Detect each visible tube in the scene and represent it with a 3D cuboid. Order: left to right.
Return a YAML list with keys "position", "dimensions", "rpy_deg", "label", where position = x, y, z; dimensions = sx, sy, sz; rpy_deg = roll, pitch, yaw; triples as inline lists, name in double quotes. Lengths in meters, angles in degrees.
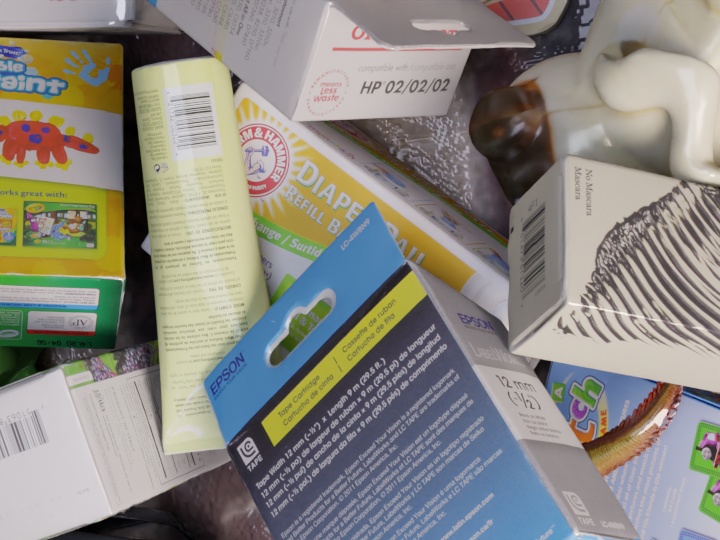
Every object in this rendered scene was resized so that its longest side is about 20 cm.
- position: [-0.081, -0.007, 0.963]
  dimensions: [0.058, 0.052, 0.202]
  rpy_deg: [-7, 91, 59]
  label: "tube"

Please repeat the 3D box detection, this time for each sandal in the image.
- position: [-0.161, 0.153, 1.091]
  dimensions: [0.198, 0.076, 0.043]
  rpy_deg: [5, 71, 17]
  label: "sandal"

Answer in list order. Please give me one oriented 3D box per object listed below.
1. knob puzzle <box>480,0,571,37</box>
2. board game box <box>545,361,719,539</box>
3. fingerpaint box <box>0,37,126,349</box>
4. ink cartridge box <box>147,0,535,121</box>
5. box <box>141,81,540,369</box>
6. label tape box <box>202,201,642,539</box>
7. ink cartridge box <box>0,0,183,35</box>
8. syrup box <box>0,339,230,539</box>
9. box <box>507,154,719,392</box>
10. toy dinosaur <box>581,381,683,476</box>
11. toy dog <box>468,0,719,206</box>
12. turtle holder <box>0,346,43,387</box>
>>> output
- position: [0.046, -0.214, 1.028]
  dimensions: [0.218, 0.030, 0.222]
  rpy_deg: [1, 92, 18]
  label: "knob puzzle"
- position: [0.158, 0.135, 0.949]
  dimensions: [0.199, 0.036, 0.153]
  rpy_deg: [22, 101, 49]
  label: "board game box"
- position: [-0.230, -0.046, 1.021]
  dimensions: [0.198, 0.074, 0.168]
  rpy_deg: [2, 54, -11]
  label: "fingerpaint box"
- position: [-0.020, -0.134, 0.959]
  dimensions: [0.200, 0.115, 0.068]
  rpy_deg: [41, 123, 35]
  label: "ink cartridge box"
- position: [0.000, 0.000, 1.006]
  dimensions: [0.200, 0.101, 0.113]
  rpy_deg: [37, 103, 18]
  label: "box"
- position: [0.022, 0.090, 0.892]
  dimensions: [0.143, 0.066, 0.201]
  rpy_deg: [-45, 55, 23]
  label: "label tape box"
- position: [-0.178, -0.236, 1.072]
  dimensions: [0.144, 0.084, 0.202]
  rpy_deg: [2, 93, 18]
  label: "ink cartridge box"
- position: [-0.137, 0.088, 1.011]
  dimensions: [0.078, 0.200, 0.082]
  rpy_deg: [-20, 89, 17]
  label: "syrup box"
- position: [0.172, 0.011, 0.892]
  dimensions: [0.198, 0.068, 0.083]
  rpy_deg: [10, 64, -17]
  label: "box"
- position: [0.080, 0.148, 0.977]
  dimensions: [0.199, 0.182, 0.106]
  rpy_deg: [-22, 73, -13]
  label: "toy dinosaur"
- position: [0.147, -0.103, 0.946]
  dimensions: [0.200, 0.139, 0.194]
  rpy_deg: [-46, 66, 14]
  label: "toy dog"
- position: [-0.250, 0.028, 1.077]
  dimensions: [0.185, 0.141, 0.132]
  rpy_deg: [-41, 79, 17]
  label: "turtle holder"
